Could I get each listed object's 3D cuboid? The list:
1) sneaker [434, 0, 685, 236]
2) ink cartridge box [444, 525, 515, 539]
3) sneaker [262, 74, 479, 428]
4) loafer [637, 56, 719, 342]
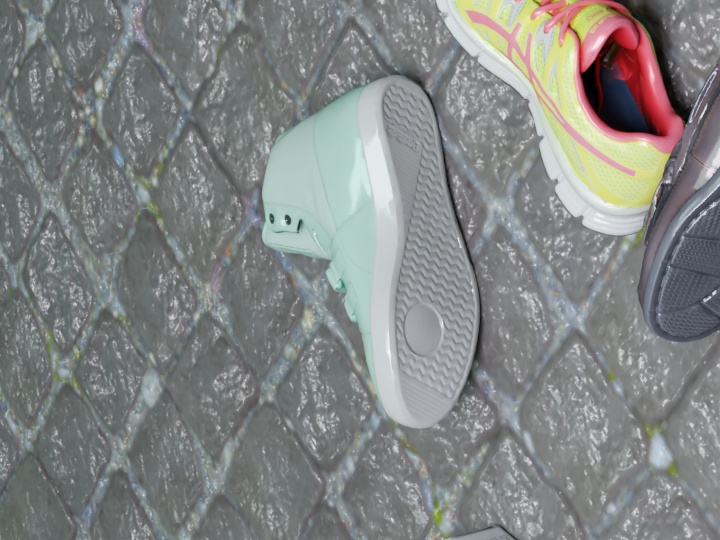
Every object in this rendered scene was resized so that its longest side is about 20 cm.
[{"bbox_3d":[0.110,-0.122,1.471,0.200,0.078,0.090,57,154,12],"label":"sneaker"},{"bbox_3d":[0.103,0.269,1.597,0.200,0.043,0.174,39,126,41],"label":"ink cartridge box"},{"bbox_3d":[0.000,0.000,1.646,0.118,0.074,0.201,-19,72,45],"label":"sneaker"},{"bbox_3d":[0.189,-0.059,1.412,0.201,0.072,0.063,-66,28,27],"label":"loafer"}]
